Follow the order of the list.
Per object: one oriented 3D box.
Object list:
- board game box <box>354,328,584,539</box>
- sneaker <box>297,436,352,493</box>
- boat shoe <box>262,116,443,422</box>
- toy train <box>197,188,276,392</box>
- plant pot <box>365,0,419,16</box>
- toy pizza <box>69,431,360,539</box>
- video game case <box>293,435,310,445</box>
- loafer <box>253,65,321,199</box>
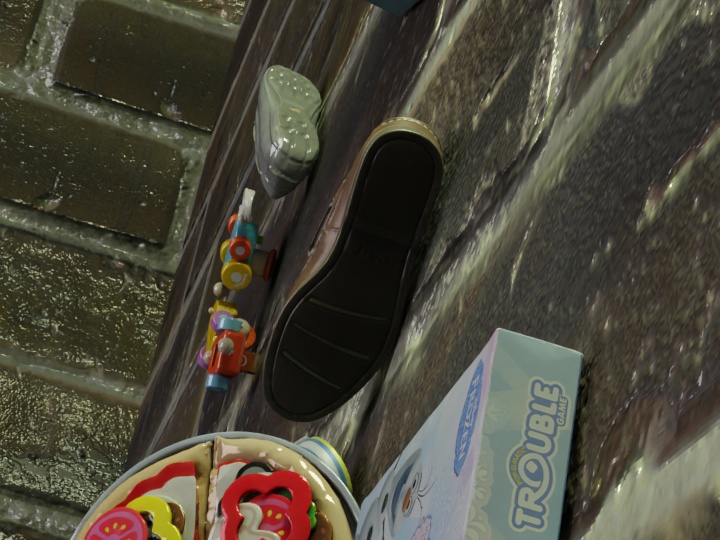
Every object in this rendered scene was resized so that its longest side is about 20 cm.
[{"bbox_3d":[0.028,0.156,0.814,0.199,0.043,0.201,120,164,-59],"label":"board game box"},{"bbox_3d":[-0.075,0.194,1.203,0.074,0.082,0.202,31,111,42],"label":"sneaker"},{"bbox_3d":[0.000,0.000,1.227,0.201,0.072,0.068,-62,7,13],"label":"boat shoe"},{"bbox_3d":[-0.112,0.030,1.905,0.150,0.055,0.202,134,148,-69],"label":"toy train"},{"bbox_3d":[-0.017,-0.329,1.486,0.196,0.198,0.198,168,119,-81],"label":"plant pot"},{"bbox_3d":[-0.087,0.179,1.068,0.032,0.198,0.202,52,-135,-56],"label":"toy pizza"},{"bbox_3d":[-0.123,0.185,1.318,0.181,0.024,0.200,-32,-7,-21],"label":"video game case"},{"bbox_3d":[-0.078,-0.140,1.940,0.070,0.069,0.201,-59,15,26],"label":"loafer"}]
